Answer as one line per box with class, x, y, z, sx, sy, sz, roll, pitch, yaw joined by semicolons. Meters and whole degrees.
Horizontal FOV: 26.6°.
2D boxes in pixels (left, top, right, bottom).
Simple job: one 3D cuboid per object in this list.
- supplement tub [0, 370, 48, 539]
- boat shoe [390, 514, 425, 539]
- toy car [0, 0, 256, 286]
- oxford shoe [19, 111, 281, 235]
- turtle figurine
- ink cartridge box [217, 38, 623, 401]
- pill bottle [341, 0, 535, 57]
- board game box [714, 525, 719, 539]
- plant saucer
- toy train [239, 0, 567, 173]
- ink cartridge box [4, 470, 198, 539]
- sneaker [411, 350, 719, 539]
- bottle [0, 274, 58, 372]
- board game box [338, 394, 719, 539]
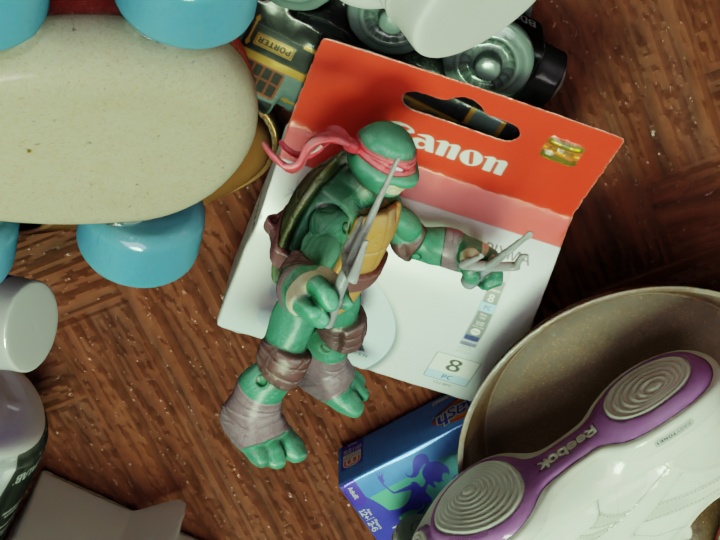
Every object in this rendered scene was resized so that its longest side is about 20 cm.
supplement tub;-0.267;0.144;0.869;0.122;0.123;0.201;24;112;-11
boat shoe;0.094;0.207;0.877;0.201;0.075;0.065;30;108;-22
toy car;-0.151;-0.123;0.716;0.175;0.201;0.185;-4;140;-22
oxford shoe;-0.139;-0.047;0.808;0.198;0.071;0.072;-11;113;4
turtle figurine;0.000;0.000;0.731;0.149;0.101;0.201;-12;141;-39
ink cartridge box;0.025;-0.017;0.788;0.159;0.048;0.200;18;143;-7
pill bottle;0.002;-0.194;0.666;0.109;0.109;0.201;-39;72;17
board game box;0.244;0.198;0.901;0.102;0.020;0.201;-10;135;-15
plant saucer;0.149;0.086;0.829;0.198;0.035;0.202;-3;122;-4
toy train;0.003;-0.118;0.771;0.199;0.086;0.114;24;126;-13
ink cartridge box;-0.176;0.230;0.907;0.124;0.129;0.201;26;112;-11
sneaker;0.116;0.128;0.787;0.199;0.075;0.100;-32;119;13
bottle;-0.254;0.014;0.796;0.198;0.084;0.066;8;142;21
board game box;0.109;0.127;0.902;0.199;0.045;0.153;-29;112;13
